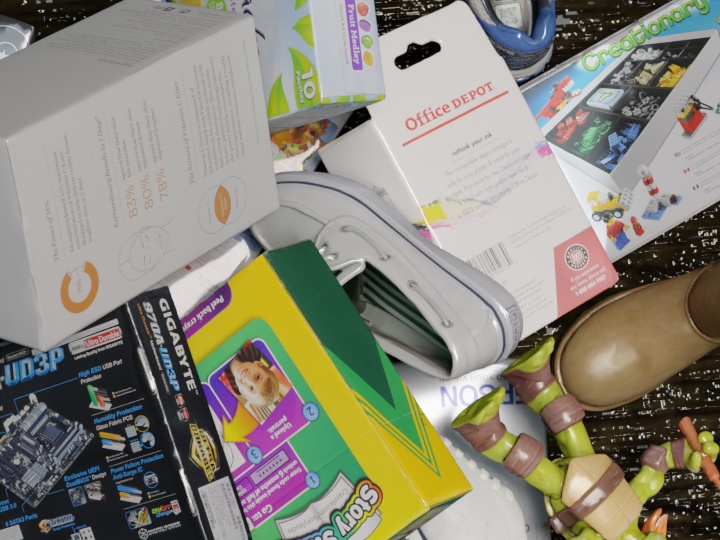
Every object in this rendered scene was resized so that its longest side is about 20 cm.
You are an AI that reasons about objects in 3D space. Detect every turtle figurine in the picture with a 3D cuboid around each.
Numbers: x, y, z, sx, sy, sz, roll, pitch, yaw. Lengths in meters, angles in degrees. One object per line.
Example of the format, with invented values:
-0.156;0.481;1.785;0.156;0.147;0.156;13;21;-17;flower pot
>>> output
0.140;0.121;1.350;0.200;0.064;0.161;-40;93;-17;turtle figurine

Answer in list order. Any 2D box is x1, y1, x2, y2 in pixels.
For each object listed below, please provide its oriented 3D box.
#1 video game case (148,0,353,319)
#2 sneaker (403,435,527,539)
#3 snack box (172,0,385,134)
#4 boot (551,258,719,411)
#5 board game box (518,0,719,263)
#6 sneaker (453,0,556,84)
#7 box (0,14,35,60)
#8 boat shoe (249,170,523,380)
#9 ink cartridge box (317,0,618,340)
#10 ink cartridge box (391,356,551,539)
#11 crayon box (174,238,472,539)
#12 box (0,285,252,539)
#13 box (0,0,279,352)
-0.114;-0.062;1.405;0.143;0.018;0.200;34;82;-5;video game case
0.044;0.137;1.355;0.080;0.076;0.200;-32;97;-22;sneaker
-0.056;-0.185;1.340;0.053;0.142;0.200;-4;85;-39;snack box
0.210;0.022;1.355;0.175;0.200;0.066;-31;89;-10;boot
0.203;-0.103;1.447;0.200;0.035;0.126;-29;92;-9;board game box
0.083;-0.219;1.411;0.077;0.085;0.200;-19;88;-9;sneaker
-0.269;-0.056;1.323;0.115;0.132;0.200;17;84;-6;box
0.000;0.000;1.326;0.067;0.200;0.074;-28;134;-45;boat shoe
0.057;-0.051;1.386;0.116;0.067;0.200;-28;91;-36;ink cartridge box
0.020;0.156;1.399;0.196;0.043;0.200;-3;85;-9;ink cartridge box
-0.062;0.110;1.312;0.200;0.058;0.173;-39;80;30;crayon box
-0.175;0.113;1.314;0.200;0.046;0.159;-19;89;29;box
-0.150;-0.059;1.264;0.200;0.097;0.125;-33;126;-44;box
